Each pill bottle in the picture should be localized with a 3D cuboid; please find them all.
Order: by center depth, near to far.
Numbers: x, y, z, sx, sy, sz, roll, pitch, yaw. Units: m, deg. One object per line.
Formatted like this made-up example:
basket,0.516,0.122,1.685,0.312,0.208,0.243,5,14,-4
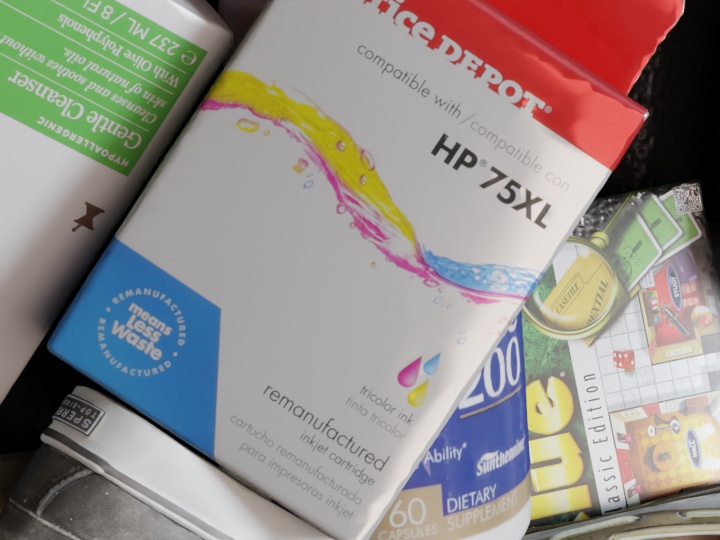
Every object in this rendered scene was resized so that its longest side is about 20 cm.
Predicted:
pill bottle,0.000,0.000,0.877,0.111,0.111,0.201,-11,106,-24

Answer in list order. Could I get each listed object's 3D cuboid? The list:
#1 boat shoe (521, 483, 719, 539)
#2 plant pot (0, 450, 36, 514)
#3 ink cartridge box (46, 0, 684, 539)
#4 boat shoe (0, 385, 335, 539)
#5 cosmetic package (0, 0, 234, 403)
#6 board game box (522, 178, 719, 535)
boat shoe,0.080,0.125,0.907,0.200,0.068,0.075,-22,91,-13
plant pot,-0.106,0.162,0.845,0.187,0.187,0.201,-6,88,-25
ink cartridge box,0.006,-0.031,0.772,0.116,0.067,0.200,33,93,-3
boat shoe,-0.025,0.113,0.791,0.200,0.071,0.064,34,81,-17
cosmetic package,-0.143,-0.026,0.778,0.107,0.085,0.200,26,102,-32
board game box,0.099,0.072,0.961,0.104,0.023,0.201,-11,89,-12
